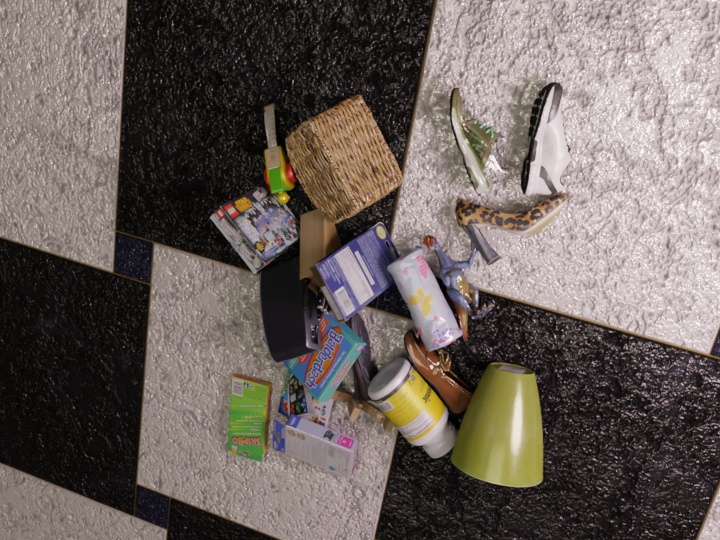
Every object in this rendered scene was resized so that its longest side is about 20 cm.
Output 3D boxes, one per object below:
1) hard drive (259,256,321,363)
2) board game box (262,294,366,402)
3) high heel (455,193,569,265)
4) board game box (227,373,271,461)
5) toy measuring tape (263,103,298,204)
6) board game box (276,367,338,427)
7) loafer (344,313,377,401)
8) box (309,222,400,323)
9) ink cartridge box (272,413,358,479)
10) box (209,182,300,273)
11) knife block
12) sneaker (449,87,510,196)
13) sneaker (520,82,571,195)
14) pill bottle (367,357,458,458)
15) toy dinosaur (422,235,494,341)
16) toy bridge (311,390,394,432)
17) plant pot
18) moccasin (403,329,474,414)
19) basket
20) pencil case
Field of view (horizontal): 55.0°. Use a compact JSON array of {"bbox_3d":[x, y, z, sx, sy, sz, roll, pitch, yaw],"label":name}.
[{"bbox_3d":[-0.152,0.080,1.445,0.133,0.042,0.205,-19,73,30],"label":"hard drive"},{"bbox_3d":[-0.100,0.150,1.455,0.199,0.045,0.154,41,105,28],"label":"board game box"},{"bbox_3d":[0.280,-0.124,1.305,0.198,0.071,0.144,-35,72,10],"label":"high heel"},{"bbox_3d":[-0.263,0.349,1.633,0.093,0.030,0.205,12,107,14],"label":"board game box"},{"bbox_3d":[-0.165,-0.234,1.417,0.072,0.073,0.205,-10,81,20],"label":"toy measuring tape"},{"bbox_3d":[-0.110,0.249,1.549,0.124,0.035,0.204,18,111,11],"label":"board game box"},{"bbox_3d":[-0.010,0.190,1.483,0.062,0.072,0.205,-9,106,24],"label":"loafer"},{"bbox_3d":[0.000,0.000,1.368,0.032,0.199,0.123,-19,102,52],"label":"box"},{"bbox_3d":[-0.104,0.394,1.567,0.195,0.042,0.121,17,135,10],"label":"ink cartridge box"},{"bbox_3d":[-0.198,-0.090,1.383,0.040,0.200,0.138,-37,94,28],"label":"box"},{"bbox_3d":[-0.085,-0.009,1.385,0.063,0.176,0.204,-16,101,21],"label":"knife block"},{"bbox_3d":[0.221,-0.246,1.283,0.087,0.077,0.204,-20,105,8],"label":"sneaker"},{"bbox_3d":[0.343,-0.234,1.248,0.078,0.074,0.205,5,113,1],"label":"sneaker"},{"bbox_3d":[0.115,0.291,1.444,0.110,0.112,0.201,-35,102,23],"label":"pill bottle"},{"bbox_3d":[0.176,0.022,1.365,0.182,0.104,0.202,45,126,20],"label":"toy dinosaur"},{"bbox_3d":[-0.014,0.297,1.511,0.196,0.067,0.028,24,102,-14],"label":"toy bridge"},{"bbox_3d":[0.284,0.293,1.376,0.182,0.187,0.206,9,95,14],"label":"plant pot"},{"bbox_3d":[0.164,0.201,1.428,0.077,0.074,0.202,-40,89,15],"label":"moccasin"},{"bbox_3d":[-0.036,-0.213,1.370,0.142,0.148,0.203,-22,101,55],"label":"basket"},{"bbox_3d":[0.127,0.057,1.369,0.082,0.091,0.204,-26,86,13],"label":"pencil case"}]
